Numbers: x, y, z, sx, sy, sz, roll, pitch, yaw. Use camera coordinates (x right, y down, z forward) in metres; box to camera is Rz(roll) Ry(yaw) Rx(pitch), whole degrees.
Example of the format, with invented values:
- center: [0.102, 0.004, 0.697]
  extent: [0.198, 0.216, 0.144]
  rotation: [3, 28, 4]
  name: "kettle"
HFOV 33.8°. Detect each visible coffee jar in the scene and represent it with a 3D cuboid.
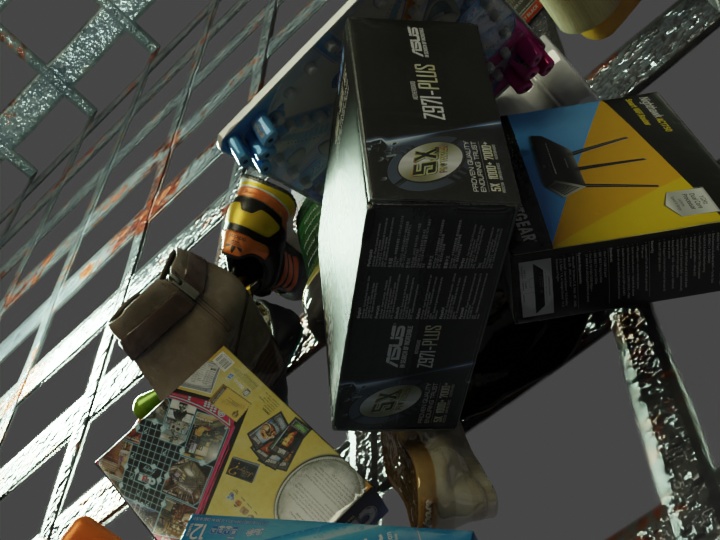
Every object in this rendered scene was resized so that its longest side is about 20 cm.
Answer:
- center: [0.000, 0.000, 1.011]
  extent: [0.086, 0.104, 0.201]
  rotation: [-49, 21, 18]
  name: "coffee jar"

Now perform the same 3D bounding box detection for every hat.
- center: [0.093, 0.004, 0.863]
  extent: [0.200, 0.081, 0.202]
  rotation: [-41, 23, 21]
  name: "hat"

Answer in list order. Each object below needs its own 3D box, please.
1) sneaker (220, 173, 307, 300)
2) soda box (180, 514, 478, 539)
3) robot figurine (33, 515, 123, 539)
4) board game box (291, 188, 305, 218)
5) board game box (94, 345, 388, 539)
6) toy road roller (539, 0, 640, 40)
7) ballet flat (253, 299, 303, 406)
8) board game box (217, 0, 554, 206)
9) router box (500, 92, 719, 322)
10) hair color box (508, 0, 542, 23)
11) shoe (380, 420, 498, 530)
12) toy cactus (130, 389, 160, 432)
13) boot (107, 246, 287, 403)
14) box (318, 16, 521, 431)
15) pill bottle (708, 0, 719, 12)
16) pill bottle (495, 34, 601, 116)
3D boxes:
- center: [-0.096, -0.006, 1.128]
  extent: [0.201, 0.069, 0.091]
  rotation: [78, -145, -62]
  name: "sneaker"
- center: [-0.020, 0.193, 0.698]
  extent: [0.197, 0.068, 0.065]
  rotation: [-4, 44, 29]
  name: "soda box"
- center: [-0.264, 0.309, 0.995]
  extent: [0.143, 0.117, 0.201]
  rotation: [3, 54, 55]
  name: "robot figurine"
- center: [0.000, -0.154, 1.334]
  extent: [0.199, 0.043, 0.201]
  rotation: [-45, 23, 13]
  name: "board game box"
- center: [-0.091, 0.155, 0.855]
  extent: [0.135, 0.035, 0.199]
  rotation: [-41, 45, -13]
  name: "board game box"
- center: [0.245, -0.297, 1.020]
  extent: [0.200, 0.123, 0.146]
  rotation: [-48, 34, -1]
  name: "toy road roller"
- center: [-0.100, 0.097, 1.086]
  extent: [0.073, 0.073, 0.201]
  rotation: [-35, 27, 29]
  name: "ballet flat"
- center: [0.027, -0.118, 0.825]
  extent: [0.200, 0.199, 0.026]
  rotation: [-43, 60, 13]
  name: "board game box"
- center: [0.151, -0.048, 0.768]
  extent: [0.146, 0.052, 0.201]
  rotation: [-9, 29, -1]
  name: "router box"
- center: [0.118, -0.290, 1.310]
  extent: [0.111, 0.064, 0.200]
  rotation: [-47, 21, 1]
  name: "hair color box"
- center: [0.046, 0.120, 0.813]
  extent: [0.052, 0.071, 0.200]
  rotation: [-7, 20, -7]
  name: "shoe"
- center: [-0.161, 0.105, 1.130]
  extent: [0.165, 0.101, 0.203]
  rotation: [133, 155, -65]
  name: "toy cactus"
- center: [-0.148, 0.086, 0.973]
  extent: [0.070, 0.146, 0.201]
  rotation: [-25, 28, 48]
  name: "boot"
- center: [0.026, -0.025, 0.737]
  extent: [0.202, 0.084, 0.166]
  rotation: [100, 168, -46]
  name: "box"
- center: [0.292, -0.250, 0.857]
  extent: [0.114, 0.114, 0.201]
  rotation: [-35, 26, 29]
  name: "pill bottle"
- center: [0.101, -0.091, 0.961]
  extent: [0.200, 0.111, 0.112]
  rotation: [-42, 23, 15]
  name: "pill bottle"
